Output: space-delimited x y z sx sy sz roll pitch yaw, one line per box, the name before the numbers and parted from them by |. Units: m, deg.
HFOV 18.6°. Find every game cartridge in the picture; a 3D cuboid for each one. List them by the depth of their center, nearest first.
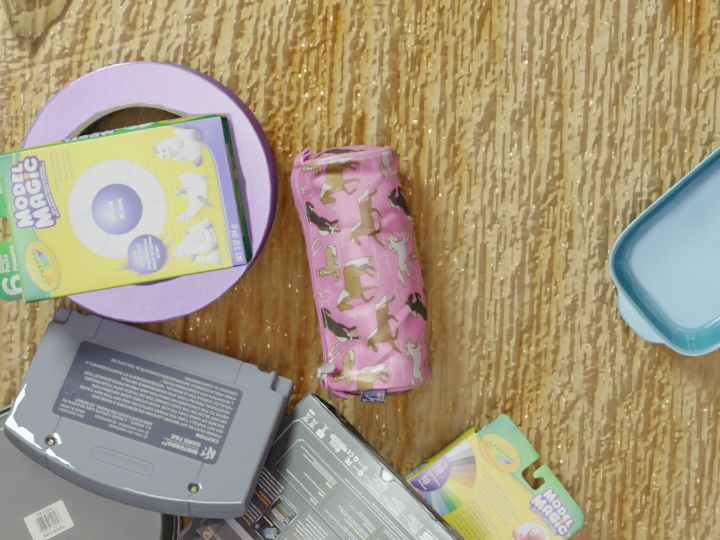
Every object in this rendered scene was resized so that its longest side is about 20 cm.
game cartridge | -0.166 0.115 1.705 0.200 0.041 0.133 17 60 8

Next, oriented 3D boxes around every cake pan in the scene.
cake pan | -0.242 0.199 1.740 0.200 0.037 0.201 0 88 -3

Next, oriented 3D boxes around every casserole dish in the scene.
casserole dish | 0.283 -0.024 1.712 0.200 0.039 0.121 -41 92 5

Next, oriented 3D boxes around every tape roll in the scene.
tape roll | -0.166 -0.062 1.713 0.200 0.066 0.201 0 95 3

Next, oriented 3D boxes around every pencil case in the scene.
pencil case | 0.000 0.000 1.705 0.083 0.086 0.201 -5 96 34

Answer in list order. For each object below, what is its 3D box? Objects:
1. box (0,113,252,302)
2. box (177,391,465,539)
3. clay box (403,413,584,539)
box | -0.190 -0.045 1.661 0.199 0.048 0.118 -10 95 5
box | -0.021 0.217 1.692 0.158 0.048 0.200 -48 61 2
clay box | 0.068 0.211 1.738 0.200 0.048 0.115 -37 91 5
